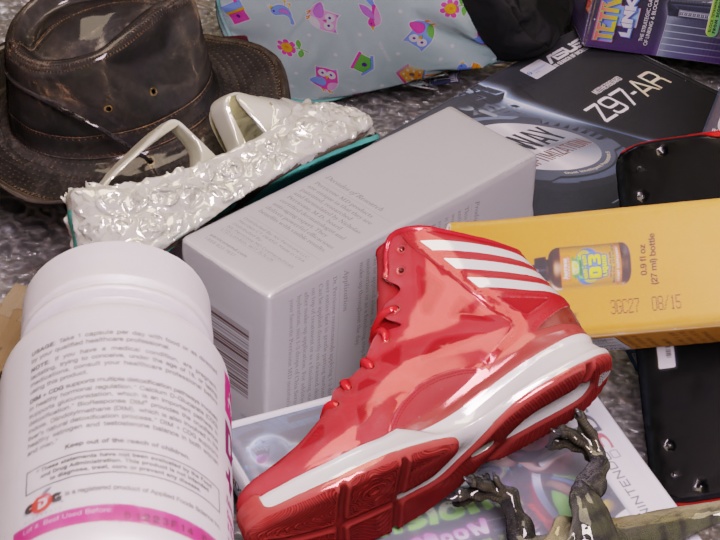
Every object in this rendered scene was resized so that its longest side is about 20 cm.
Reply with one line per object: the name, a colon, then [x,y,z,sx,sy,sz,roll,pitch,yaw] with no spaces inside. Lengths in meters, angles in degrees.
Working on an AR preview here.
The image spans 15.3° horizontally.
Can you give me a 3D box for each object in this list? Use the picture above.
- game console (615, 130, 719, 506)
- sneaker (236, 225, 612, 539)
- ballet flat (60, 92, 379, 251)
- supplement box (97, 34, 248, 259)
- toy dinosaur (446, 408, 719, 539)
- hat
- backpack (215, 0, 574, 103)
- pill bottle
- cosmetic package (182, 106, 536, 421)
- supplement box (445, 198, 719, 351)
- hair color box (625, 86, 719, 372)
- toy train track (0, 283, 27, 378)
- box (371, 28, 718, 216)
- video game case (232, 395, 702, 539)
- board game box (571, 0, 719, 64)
game console: [0.227,0.017,1.370,0.176,0.031,0.200,-9,72,14]
sneaker: [0.011,0.053,1.293,0.200,0.078,0.116,-24,62,-20]
ballet flat: [-0.075,-0.057,1.417,0.200,0.072,0.072,-30,48,-34]
supplement box: [-0.101,-0.057,1.534,0.109,0.061,0.200,-5,36,-10]
toy dinosaur: [0.100,0.121,1.281,0.200,0.047,0.088,-22,63,-30]
hat: [-0.140,-0.120,1.500,0.200,0.081,0.201,-1,36,1]
backpack: [0.010,-0.183,1.626,0.200,0.167,0.127,-10,23,27]
pill bottle: [-0.117,0.088,1.269,0.113,0.114,0.200,0,45,-5]
cosmetic package: [0.000,0.000,1.431,0.200,0.102,0.071,-27,45,-36]
supplement box: [0.145,0.003,1.345,0.200,0.067,0.069,-5,-9,13]
hair color box: [0.223,-0.029,1.429,0.100,0.061,0.200,18,79,19]
toy train track: [-0.155,0.067,1.388,0.200,0.033,0.115,19,38,9]
box: [0.129,-0.063,1.575,0.160,0.044,0.200,31,44,32]
video game case: [0.051,0.119,1.325,0.200,0.023,0.182,-14,45,-22]
board game box: [0.208,-0.195,1.717,0.165,0.057,0.200,6,28,-10]
